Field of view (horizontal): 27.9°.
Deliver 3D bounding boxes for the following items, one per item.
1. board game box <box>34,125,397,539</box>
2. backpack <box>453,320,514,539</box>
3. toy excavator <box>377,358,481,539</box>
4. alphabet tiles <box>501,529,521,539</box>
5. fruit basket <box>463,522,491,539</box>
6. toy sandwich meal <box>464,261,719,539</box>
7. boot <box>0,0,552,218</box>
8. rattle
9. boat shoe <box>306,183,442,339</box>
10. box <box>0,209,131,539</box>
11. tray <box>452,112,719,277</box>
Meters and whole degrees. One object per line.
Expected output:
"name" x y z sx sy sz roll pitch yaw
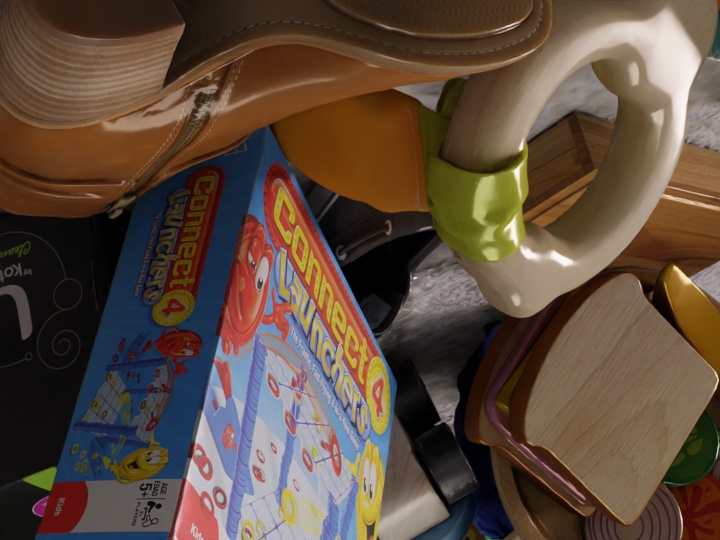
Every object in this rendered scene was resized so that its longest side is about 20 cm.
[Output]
"board game box" -0.047 0.078 0.625 0.055 0.197 0.200 -5 141 18
"backpack" 0.144 0.125 1.001 0.161 0.169 0.200 0 158 -9
"toy excavator" 0.027 0.149 1.018 0.099 0.195 0.200 -29 133 0
"alphabet tiles" 0.148 0.189 0.927 0.165 0.006 0.200 4 149 -21
"fruit basket" 0.058 0.199 1.144 0.198 0.186 0.094 -11 124 0
"toy sandwich meal" 0.158 0.086 0.801 0.204 0.207 0.070 -7 180 -21
"boot" -0.043 -0.073 0.534 0.199 0.074 0.155 -4 161 -21
"rattle" 0.083 -0.088 0.610 0.200 0.143 0.130 -51 121 -10
"boat shoe" 0.000 0.000 0.728 0.069 0.067 0.200 -4 155 -26
"box" -0.137 0.065 0.716 0.148 0.125 0.200 -21 159 13
"tray" 0.146 -0.031 0.797 0.199 0.037 0.098 6 150 -45
